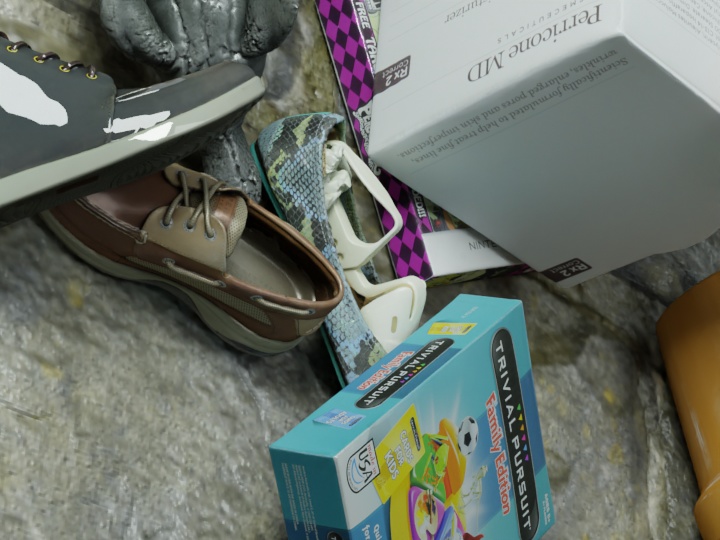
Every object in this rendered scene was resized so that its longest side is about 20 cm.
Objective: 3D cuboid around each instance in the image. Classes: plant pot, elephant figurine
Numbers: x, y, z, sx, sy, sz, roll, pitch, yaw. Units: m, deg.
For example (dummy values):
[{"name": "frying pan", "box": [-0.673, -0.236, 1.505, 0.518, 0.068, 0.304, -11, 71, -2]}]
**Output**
[{"name": "plant pot", "box": [0.298, 0.090, 1.361, 0.200, 0.200, 0.184, -2, 58, -47]}, {"name": "elephant figurine", "box": [-0.085, -0.152, 1.084, 0.155, 0.141, 0.201, 11, 61, -49]}]

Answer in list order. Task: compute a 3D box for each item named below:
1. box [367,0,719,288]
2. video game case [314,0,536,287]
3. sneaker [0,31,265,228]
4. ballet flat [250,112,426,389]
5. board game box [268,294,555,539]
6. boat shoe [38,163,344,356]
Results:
[{"name": "box", "box": [0.143, -0.110, 1.206, 0.200, 0.199, 0.131, 31, 50, -36]}, {"name": "video game case", "box": [0.065, -0.092, 1.296, 0.181, 0.036, 0.201, -7, 78, -49]}, {"name": "sneaker", "box": [-0.152, -0.092, 0.989, 0.200, 0.075, 0.106, -22, 85, -17]}, {"name": "ballet flat", "box": [0.000, 0.000, 1.155, 0.074, 0.074, 0.200, -26, 93, -49]}, {"name": "board game box", "box": [0.036, 0.123, 1.121, 0.200, 0.047, 0.151, -36, 123, -48]}, {"name": "boat shoe", "box": [-0.091, -0.026, 1.073, 0.200, 0.072, 0.076, 31, 53, -30]}]
